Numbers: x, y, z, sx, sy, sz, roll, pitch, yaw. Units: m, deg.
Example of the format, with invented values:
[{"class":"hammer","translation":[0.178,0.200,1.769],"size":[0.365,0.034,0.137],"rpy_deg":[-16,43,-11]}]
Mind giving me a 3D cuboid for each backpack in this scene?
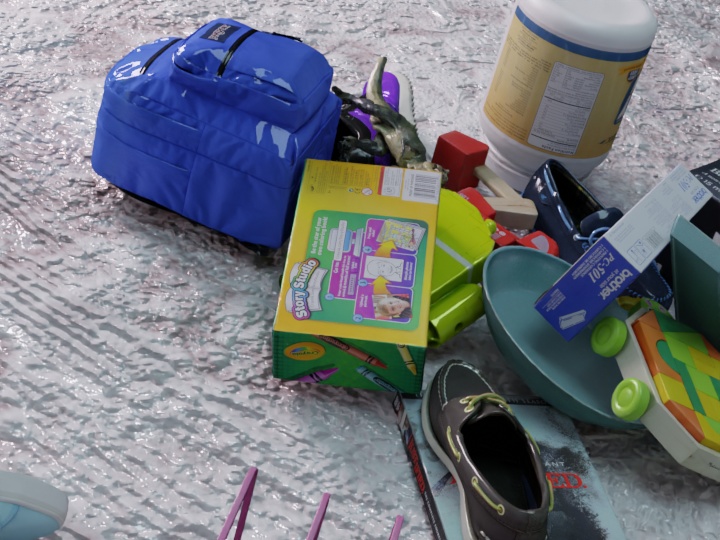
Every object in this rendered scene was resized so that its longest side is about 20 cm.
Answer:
[{"class":"backpack","translation":[-0.130,-0.137,1.207],"size":[0.199,0.169,0.163],"rpy_deg":[18,27,9]}]

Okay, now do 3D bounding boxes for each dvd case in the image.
[{"class":"dvd case","translation":[0.113,0.164,1.007],"size":[0.145,0.022,0.200],"rpy_deg":[5,34,-17]}]

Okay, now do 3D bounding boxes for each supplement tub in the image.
[{"class":"supplement tub","translation":[0.206,-0.191,1.391],"size":[0.144,0.201,0.145],"rpy_deg":[11,35,-8]}]

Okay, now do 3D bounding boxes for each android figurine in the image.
[{"class":"android figurine","translation":[0.032,-0.011,1.171],"size":[0.200,0.041,0.182],"rpy_deg":[-33,57,-32]}]

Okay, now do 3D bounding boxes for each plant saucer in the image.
[{"class":"plant saucer","translation":[0.175,0.062,1.128],"size":[0.199,0.036,0.200],"rpy_deg":[27,31,-17]},{"class":"plant saucer","translation":[0.289,0.034,1.139],"size":[0.019,0.200,0.070],"rpy_deg":[-38,55,-10]}]

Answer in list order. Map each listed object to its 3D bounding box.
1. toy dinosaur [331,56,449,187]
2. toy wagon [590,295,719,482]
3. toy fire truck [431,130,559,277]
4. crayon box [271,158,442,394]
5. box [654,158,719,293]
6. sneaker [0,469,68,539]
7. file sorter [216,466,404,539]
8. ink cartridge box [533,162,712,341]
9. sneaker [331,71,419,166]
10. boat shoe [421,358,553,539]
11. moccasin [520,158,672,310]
[{"class":"toy dinosaur","translation":[0.016,-0.136,1.276],"size":[0.088,0.048,0.200],"rpy_deg":[-1,45,-25]},{"class":"toy wagon","translation":[0.258,0.084,1.108],"size":[0.155,0.040,0.201],"rpy_deg":[25,34,-28]},{"class":"toy fire truck","translation":[0.121,-0.054,1.295],"size":[0.200,0.049,0.141],"rpy_deg":[36,39,27]},{"class":"crayon box","translation":[0.000,0.000,1.091],"size":[0.118,0.058,0.201],"rpy_deg":[6,47,2]},{"class":"box","translation":[0.414,-0.018,1.312],"size":[0.199,0.118,0.196],"rpy_deg":[-19,48,-43]},{"class":"sneaker","translation":[-0.277,0.163,0.817],"size":[0.199,0.074,0.082],"rpy_deg":[7,65,-23]},{"class":"file sorter","translation":[-0.001,0.220,0.784],"size":[0.199,0.126,0.139],"rpy_deg":[19,33,3]},{"class":"ink cartridge box","translation":[0.225,-0.018,1.144],"size":[0.044,0.094,0.200],"rpy_deg":[46,37,7]},{"class":"sneaker","translation":[0.001,-0.147,1.359],"size":[0.099,0.070,0.201],"rpy_deg":[7,35,-10]},{"class":"boat shoe","translation":[0.094,0.127,0.978],"size":[0.071,0.061,0.202],"rpy_deg":[5,35,-17]},{"class":"moccasin","translation":[0.221,-0.032,1.289],"size":[0.080,0.068,0.200],"rpy_deg":[-15,47,-39]}]
